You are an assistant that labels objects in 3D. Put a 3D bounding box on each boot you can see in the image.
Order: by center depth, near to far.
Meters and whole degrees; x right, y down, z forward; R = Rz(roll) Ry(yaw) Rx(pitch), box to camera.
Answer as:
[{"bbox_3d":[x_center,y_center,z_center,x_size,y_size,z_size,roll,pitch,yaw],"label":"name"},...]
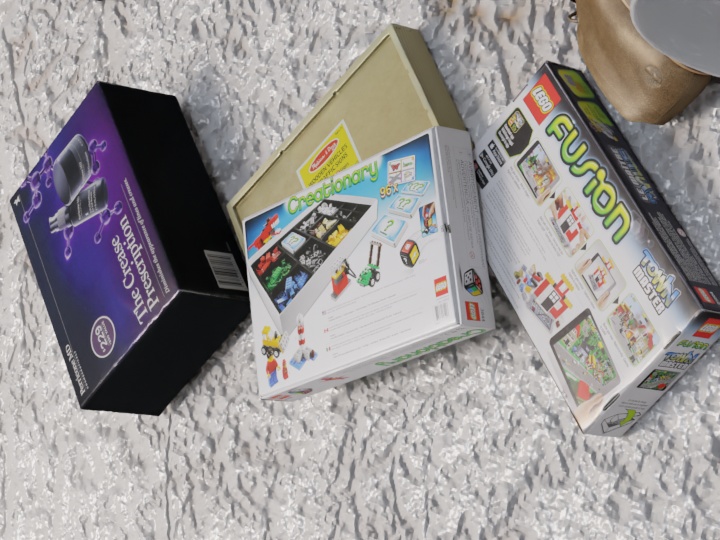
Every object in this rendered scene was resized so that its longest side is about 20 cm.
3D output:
[{"bbox_3d":[0.139,-0.169,1.140,0.076,0.073,0.201,-56,49,38],"label":"boot"}]

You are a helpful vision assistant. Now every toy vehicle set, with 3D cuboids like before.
[{"bbox_3d":[-0.008,-0.054,1.308,0.200,0.026,0.125,-45,53,33],"label":"toy vehicle set"}]

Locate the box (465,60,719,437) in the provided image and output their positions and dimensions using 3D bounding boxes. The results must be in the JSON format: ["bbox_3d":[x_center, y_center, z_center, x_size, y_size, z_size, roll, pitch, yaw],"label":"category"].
[{"bbox_3d":[0.131,-0.014,1.142,0.110,0.035,0.201,-49,51,30],"label":"box"}]

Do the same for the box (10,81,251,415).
[{"bbox_3d":[-0.171,-0.016,1.434,0.141,0.079,0.201,-49,51,34],"label":"box"}]

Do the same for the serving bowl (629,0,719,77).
[{"bbox_3d":[0.232,-0.148,0.938,0.199,0.199,0.066,-8,69,47],"label":"serving bowl"}]

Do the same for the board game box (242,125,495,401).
[{"bbox_3d":[0.000,0.000,1.238,0.199,0.034,0.127,-22,68,46],"label":"board game box"}]
